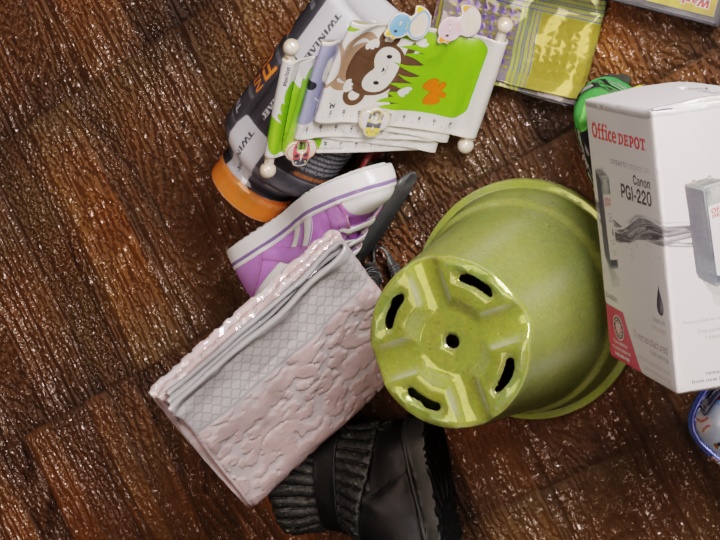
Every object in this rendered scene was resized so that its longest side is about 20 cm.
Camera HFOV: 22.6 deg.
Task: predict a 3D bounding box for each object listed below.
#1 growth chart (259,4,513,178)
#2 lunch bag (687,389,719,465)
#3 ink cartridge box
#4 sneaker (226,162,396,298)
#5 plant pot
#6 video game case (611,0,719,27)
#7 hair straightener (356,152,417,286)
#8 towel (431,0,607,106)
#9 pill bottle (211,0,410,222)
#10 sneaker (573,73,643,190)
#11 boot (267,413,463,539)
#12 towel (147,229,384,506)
[{"bbox_3d":[0.020,-0.143,1.421,0.018,0.198,0.146,-115,25,-47],"label":"growth chart"},{"bbox_3d":[0.355,0.108,1.365,0.199,0.075,0.161,38,110,13],"label":"lunch bag"},{"bbox_3d":[0.229,-0.028,1.286,0.084,0.146,0.202,-7,100,-11],"label":"ink cartridge box"},{"bbox_3d":[-0.020,-0.008,1.481,0.200,0.072,0.115,-34,79,47],"label":"sneaker"},{"bbox_3d":[0.100,0.039,1.409,0.198,0.184,0.203,5,101,25],"label":"plant pot"},{"bbox_3d":[0.201,-0.299,1.370,0.198,0.026,0.183,15,105,8],"label":"video game case"},{"bbox_3d":[0.000,0.000,1.529,0.077,0.041,0.201,33,111,17],"label":"hair straightener"},{"bbox_3d":[0.133,-0.240,1.436,0.142,0.023,0.202,20,107,22],"label":"towel"},{"bbox_3d":[-0.042,-0.134,1.489,0.106,0.106,0.200,44,114,12],"label":"pill bottle"},{"bbox_3d":[0.216,-0.054,1.394,0.078,0.085,0.201,-30,86,26],"label":"sneaker"},{"bbox_3d":[0.004,0.225,1.543,0.156,0.079,0.214,-9,85,19],"label":"boot"},{"bbox_3d":[-0.054,0.083,1.448,0.200,0.191,0.032,-42,53,-6],"label":"towel"}]
